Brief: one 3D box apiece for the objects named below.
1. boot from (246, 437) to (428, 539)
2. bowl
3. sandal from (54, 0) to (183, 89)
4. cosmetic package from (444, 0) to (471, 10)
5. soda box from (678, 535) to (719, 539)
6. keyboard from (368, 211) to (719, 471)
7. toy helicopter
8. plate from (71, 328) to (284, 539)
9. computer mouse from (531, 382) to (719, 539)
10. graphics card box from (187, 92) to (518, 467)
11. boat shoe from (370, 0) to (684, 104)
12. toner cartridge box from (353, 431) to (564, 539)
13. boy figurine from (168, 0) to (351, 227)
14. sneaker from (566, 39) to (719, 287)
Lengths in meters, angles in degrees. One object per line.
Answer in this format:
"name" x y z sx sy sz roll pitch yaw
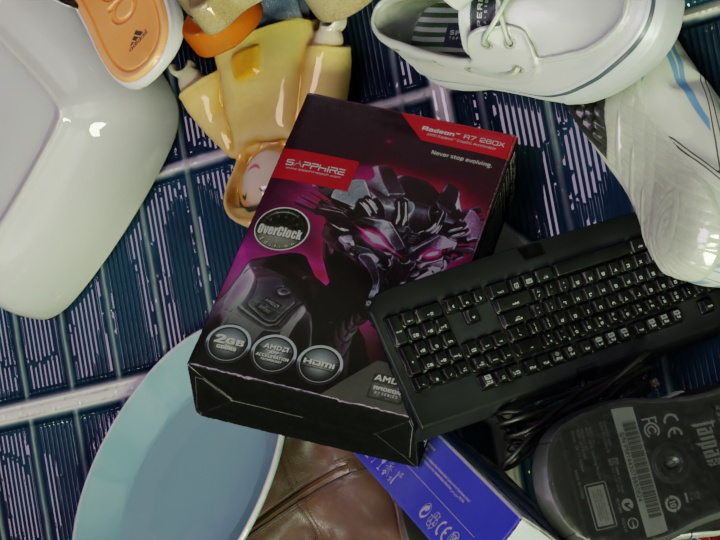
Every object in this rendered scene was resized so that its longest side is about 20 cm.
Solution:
"boot" -0.035 0.182 1.215 0.200 0.064 0.187 -38 58 25
"bowl" -0.230 -0.090 1.336 0.200 0.075 0.200 45 112 24
"sandal" -0.164 -0.192 1.265 0.079 0.059 0.207 -45 46 13
"cosmetic package" 0.066 -0.277 1.045 0.165 0.165 0.200 39 120 -22
"soda box" 0.119 0.207 1.109 0.200 0.070 0.063 -41 69 27
"keyboard" 0.109 0.030 1.046 0.104 0.200 0.040 68 154 9
"toy helicopter" -0.033 -0.172 1.110 0.132 0.079 0.200 -42 30 -9
"plate" -0.102 0.124 1.241 0.200 0.026 0.201 -35 38 34
"computer mouse" 0.182 0.119 1.026 0.046 0.200 0.141 132 120 -69
"graphics card box" 0.000 0.000 1.107 0.125 0.051 0.200 14 54 13
"boat shoe" 0.079 -0.125 1.093 0.200 0.067 0.074 -6 72 54
"toner cartridge box" 0.065 0.129 1.068 0.043 0.095 0.200 -52 24 1
"boy figurine" -0.061 -0.113 1.230 0.124 0.064 0.201 -6 84 31
"sneaker" 0.161 -0.076 1.088 0.072 0.072 0.200 -43 54 39
